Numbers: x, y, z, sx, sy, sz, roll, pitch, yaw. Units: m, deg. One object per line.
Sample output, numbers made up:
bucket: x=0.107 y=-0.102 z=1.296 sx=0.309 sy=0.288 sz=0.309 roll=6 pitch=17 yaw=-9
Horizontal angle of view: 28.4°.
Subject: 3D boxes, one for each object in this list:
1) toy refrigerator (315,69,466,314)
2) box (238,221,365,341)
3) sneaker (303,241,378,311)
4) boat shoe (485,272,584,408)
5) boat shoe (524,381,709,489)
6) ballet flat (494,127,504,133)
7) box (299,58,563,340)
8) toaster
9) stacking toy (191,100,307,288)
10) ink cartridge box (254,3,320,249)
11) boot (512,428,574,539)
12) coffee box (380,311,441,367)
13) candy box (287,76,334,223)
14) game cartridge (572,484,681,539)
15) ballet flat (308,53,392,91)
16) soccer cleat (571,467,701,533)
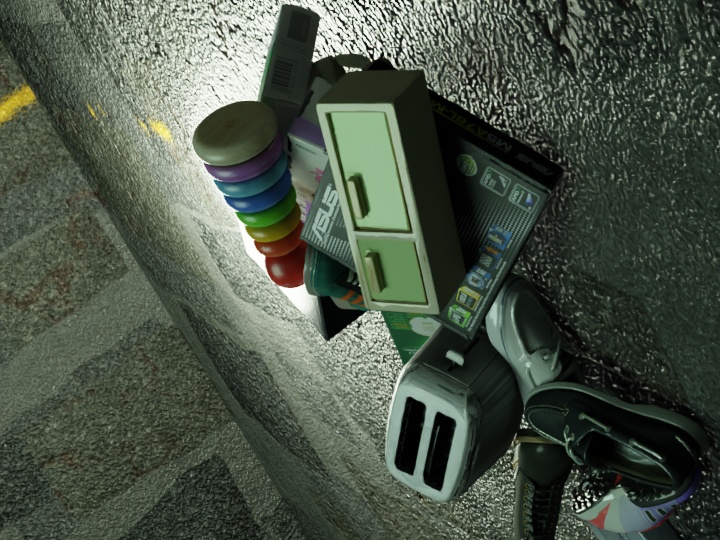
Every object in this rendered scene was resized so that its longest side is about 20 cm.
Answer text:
toy refrigerator: x=0.027 y=-0.064 z=1.209 sx=0.075 sy=0.070 sz=0.202 roll=4 pitch=124 yaw=28
box: x=-0.067 y=-0.046 z=1.793 sx=0.182 sy=0.104 sz=0.201 roll=46 pitch=162 yaw=26
sneaker: x=0.000 y=0.000 z=1.431 sx=0.079 sy=0.072 sz=0.200 roll=3 pitch=172 yaw=16
boat shoe: x=0.187 y=0.085 z=1.416 sx=0.065 sy=0.074 sz=0.201 roll=13 pitch=143 yaw=45
boat shoe: x=0.226 y=0.155 z=1.335 sx=0.199 sy=0.060 sz=0.076 roll=5 pitch=136 yaw=47
ballet flat: x=0.114 y=-0.051 z=1.326 sx=0.071 sy=0.070 sz=0.201 roll=46 pitch=162 yaw=26
box: x=0.058 y=-0.059 z=1.271 sx=0.192 sy=0.048 sz=0.201 roll=30 pitch=133 yaw=6
toaster: x=0.098 y=0.149 z=1.486 sx=0.113 sy=0.129 sz=0.201 roll=27 pitch=129 yaw=22
stacking toy: x=-0.093 y=-0.061 z=1.380 sx=0.085 sy=0.085 sz=0.201 roll=36 pitch=154 yaw=48
ink cartridge box: x=-0.095 y=-0.149 z=1.472 sx=0.050 sy=0.162 sz=0.201 roll=16 pitch=133 yaw=-10
boot: x=0.201 y=0.252 z=1.556 sx=0.077 sy=0.140 sz=0.200 roll=4 pitch=162 yaw=8
coffee box: x=0.098 y=0.075 z=1.577 sx=0.122 sy=0.044 sz=0.201 roll=-1 pitch=131 yaw=30
candy box: x=0.015 y=-0.088 z=1.413 sx=0.167 sy=0.072 sz=0.200 roll=25 pitch=160 yaw=7
game cartridge: x=0.315 y=0.310 z=1.543 sx=0.201 sy=0.041 sz=0.133 roll=53 pitch=168 yaw=4
ballet flat: x=-0.017 y=-0.187 z=1.447 sx=0.199 sy=0.068 sz=0.068 roll=1 pitch=122 yaw=58
soccer cleat: x=0.285 y=0.220 z=1.398 sx=0.073 sy=0.069 sz=0.200 roll=30 pitch=153 yaw=-11
